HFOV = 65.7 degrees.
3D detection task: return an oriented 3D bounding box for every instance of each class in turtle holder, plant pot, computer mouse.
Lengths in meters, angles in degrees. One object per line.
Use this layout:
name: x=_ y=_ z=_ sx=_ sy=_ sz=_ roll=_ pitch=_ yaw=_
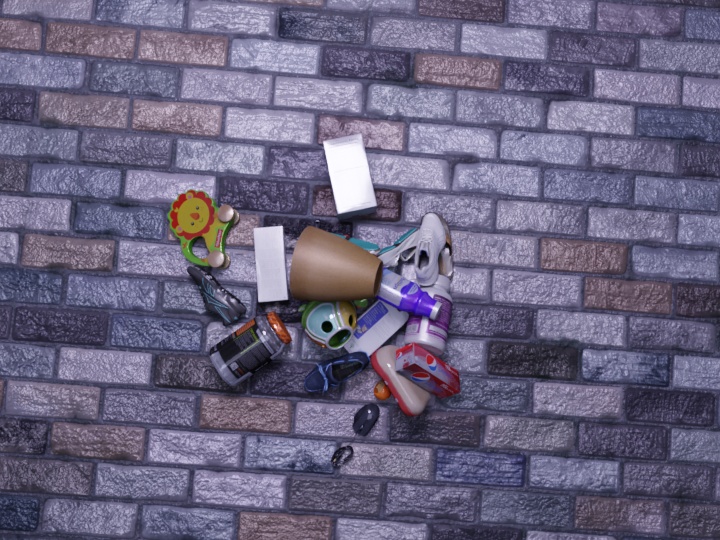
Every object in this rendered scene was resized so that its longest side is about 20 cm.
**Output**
turtle holder: x=-0.061 y=0.126 z=1.470 sx=0.184 sy=0.142 sz=0.132 roll=-24 pitch=45 yaw=-9
plant pot: x=-0.049 y=0.000 z=1.378 sx=0.197 sy=0.186 sz=0.189 roll=11 pitch=86 yaw=12
computer mouse: x=-0.014 y=0.450 z=1.521 sx=0.058 sy=0.034 sz=0.201 roll=34 pitch=87 yaw=0

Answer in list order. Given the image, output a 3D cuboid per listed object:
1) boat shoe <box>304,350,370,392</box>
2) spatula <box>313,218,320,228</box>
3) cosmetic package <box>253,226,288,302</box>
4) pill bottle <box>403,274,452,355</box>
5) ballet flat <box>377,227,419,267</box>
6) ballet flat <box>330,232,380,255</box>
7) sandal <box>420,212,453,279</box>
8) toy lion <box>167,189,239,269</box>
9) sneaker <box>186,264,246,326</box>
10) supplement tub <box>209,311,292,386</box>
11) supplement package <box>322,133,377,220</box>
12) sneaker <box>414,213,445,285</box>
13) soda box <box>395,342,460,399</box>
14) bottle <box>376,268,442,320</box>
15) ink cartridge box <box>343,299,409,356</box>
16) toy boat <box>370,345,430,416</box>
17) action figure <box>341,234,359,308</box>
boat shoe: x=-0.072 y=0.269 z=1.495 sx=0.199 sy=0.069 sz=0.085 roll=-33 pitch=91 yaw=14
spatula: x=-0.134 y=-0.046 z=1.555 sx=0.056 sy=0.021 sz=0.203 roll=9 pitch=86 yaw=1
cosmetic package: x=-0.244 y=-0.017 z=1.535 sx=0.081 sy=0.051 sz=0.203 roll=-4 pitch=87 yaw=0
pill bottle: x=0.187 y=0.116 z=1.494 sx=0.111 sy=0.112 sz=0.202 roll=15 pitch=68 yaw=-1
ballet flat: x=0.098 y=-0.047 z=1.518 sx=0.199 sy=0.069 sz=0.070 roll=-32 pitch=88 yaw=-27
ballet flat: x=-0.038 y=-0.056 z=1.484 sx=0.198 sy=0.076 sz=0.065 roll=16 pitch=118 yaw=22
sandal: x=0.218 y=-0.065 z=1.549 sx=0.081 sy=0.055 sz=0.203 roll=-7 pitch=87 yaw=-2
toy lion: x=-0.441 y=-0.117 z=1.536 sx=0.189 sy=0.069 sz=0.203 roll=11 pitch=87 yaw=6
sneaker: x=-0.405 y=0.066 z=1.515 sx=0.200 sy=0.075 sz=0.079 roll=43 pitch=89 yaw=2
supplement tub: x=-0.289 y=0.204 z=1.485 sx=0.199 sy=0.123 sz=0.123 roll=-34 pitch=88 yaw=-3
supplement package: x=-0.029 y=-0.254 z=1.526 sx=0.112 sy=0.110 sz=0.203 roll=-11 pitch=87 yaw=-2
sneaker: x=0.182 y=-0.064 z=1.477 sx=0.074 sy=0.087 sz=0.202 roll=0 pitch=68 yaw=18
soda box: x=0.178 y=0.265 z=1.466 sx=0.070 sy=0.064 sz=0.199 roll=-29 pitch=131 yaw=33
bottle: x=0.112 y=0.062 z=1.431 sx=0.198 sy=0.066 sz=0.084 roll=27 pitch=42 yaw=17
ink cartridge box: x=0.038 y=0.156 z=1.539 sx=0.200 sy=0.039 sz=0.100 roll=-41 pitch=89 yaw=-2
toy boat: x=0.088 y=0.305 z=1.503 sx=0.130 sy=0.130 sz=0.201 roll=-33 pitch=88 yaw=26
action figure: x=0.000 y=0.000 z=1.533 sx=0.098 sy=0.065 sz=0.203 roll=-11 pitch=87 yaw=7
